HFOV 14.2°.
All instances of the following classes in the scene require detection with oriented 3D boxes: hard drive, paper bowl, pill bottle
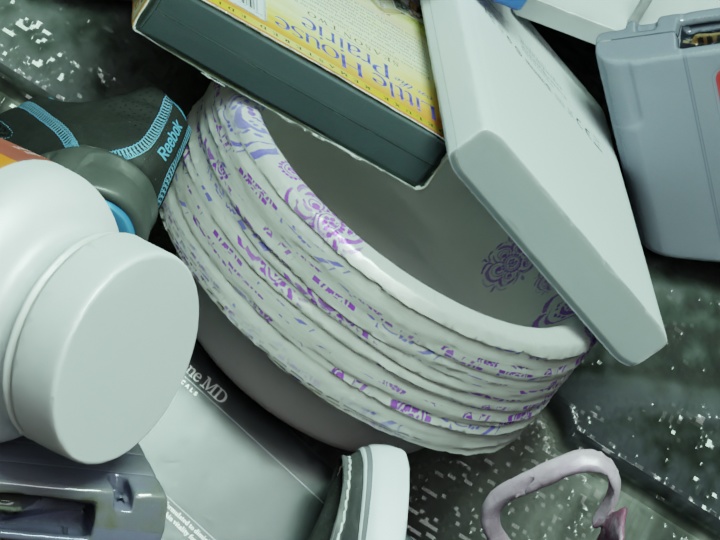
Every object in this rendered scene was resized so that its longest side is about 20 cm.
[{"bbox_3d":[0.076,-0.058,1.271,0.027,0.200,0.132,-35,117,15],"label":"hard drive"},{"bbox_3d":[0.000,0.000,1.259,0.200,0.201,0.105,35,114,-4],"label":"paper bowl"},{"bbox_3d":[-0.164,-0.002,1.114,0.199,0.112,0.112,23,67,29],"label":"pill bottle"}]

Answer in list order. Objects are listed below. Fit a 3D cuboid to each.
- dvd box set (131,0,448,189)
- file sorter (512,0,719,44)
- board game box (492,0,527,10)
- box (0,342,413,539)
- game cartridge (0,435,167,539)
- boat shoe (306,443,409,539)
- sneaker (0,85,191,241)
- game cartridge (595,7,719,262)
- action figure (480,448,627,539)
[{"bbox_3d":[-0.031,-0.123,1.271,0.146,0.200,0.029,28,115,-18],"label":"dvd box set"},{"bbox_3d":[0.190,-0.172,1.349,0.199,0.125,0.139,19,44,-9],"label":"file sorter"},{"bbox_3d":[0.004,-0.217,1.307,0.151,0.045,0.201,19,38,-25],"label":"board game box"},{"bbox_3d":[-0.065,0.138,1.249,0.200,0.079,0.141,43,73,-1],"label":"box"},{"bbox_3d":[-0.184,0.067,1.128,0.199,0.130,0.039,7,103,-19],"label":"game cartridge"},{"bbox_3d":[-0.032,0.163,1.179,0.066,0.070,0.201,16,84,-8],"label":"boat shoe"},{"bbox_3d":[-0.156,-0.028,1.233,0.073,0.199,0.082,61,40,-31],"label":"sneaker"},{"bbox_3d":[0.216,-0.065,1.326,0.199,0.134,0.041,-7,43,13],"label":"game cartridge"},{"bbox_3d":[0.108,0.181,1.256,0.200,0.133,0.150,24,50,-53],"label":"action figure"}]
